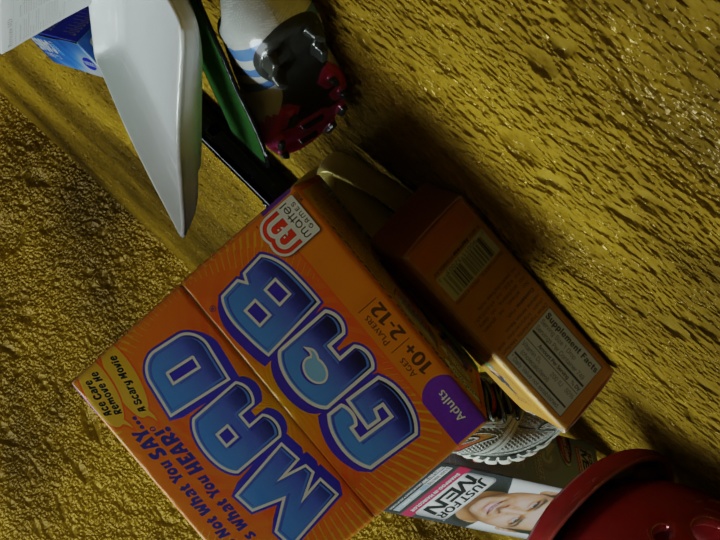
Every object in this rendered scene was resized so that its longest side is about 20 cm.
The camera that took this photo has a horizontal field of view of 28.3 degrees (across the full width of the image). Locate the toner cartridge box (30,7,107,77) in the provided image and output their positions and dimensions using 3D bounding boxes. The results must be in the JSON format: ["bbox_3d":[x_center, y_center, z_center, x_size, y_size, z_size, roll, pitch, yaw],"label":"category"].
[{"bbox_3d":[-0.218,-0.216,1.203,0.043,0.095,0.200,45,172,-26],"label":"toner cartridge box"}]

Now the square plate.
[{"bbox_3d":[-0.148,-0.159,0.983,0.201,0.028,0.199,99,149,-50],"label":"square plate"}]

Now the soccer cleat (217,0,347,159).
[{"bbox_3d":[-0.055,-0.146,0.951,0.087,0.069,0.200,55,171,15],"label":"soccer cleat"}]

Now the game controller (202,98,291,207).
[{"bbox_3d":[-0.137,-0.119,1.457,0.200,0.042,0.104,45,170,3],"label":"game controller"}]

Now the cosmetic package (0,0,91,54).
[{"bbox_3d":[-0.220,-0.237,0.940,0.051,0.082,0.201,44,151,13],"label":"cosmetic package"}]

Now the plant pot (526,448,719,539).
[{"bbox_3d":[0.231,0.261,1.134,0.182,0.201,0.201,39,171,36],"label":"plant pot"}]

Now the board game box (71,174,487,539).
[{"bbox_3d":[-0.048,0.075,1.023,0.201,0.199,0.200,50,-174,-2],"label":"board game box"}]

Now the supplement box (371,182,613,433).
[{"bbox_3d":[0.099,0.029,1.057,0.200,0.069,0.066,49,170,-24],"label":"supplement box"}]

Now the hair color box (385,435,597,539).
[{"bbox_3d":[0.119,0.191,1.324,0.198,0.099,0.061,16,-132,-30],"label":"hair color box"}]

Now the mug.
[{"bbox_3d":[-0.003,0.008,1.182,0.152,0.150,0.187,31,175,17],"label":"mug"}]

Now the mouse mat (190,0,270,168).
[{"bbox_3d":[-0.113,-0.172,0.970,0.161,0.007,0.202,-135,22,-69],"label":"mouse mat"}]

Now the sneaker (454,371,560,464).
[{"bbox_3d":[0.088,0.122,1.203,0.082,0.197,0.079,105,155,-66],"label":"sneaker"}]
